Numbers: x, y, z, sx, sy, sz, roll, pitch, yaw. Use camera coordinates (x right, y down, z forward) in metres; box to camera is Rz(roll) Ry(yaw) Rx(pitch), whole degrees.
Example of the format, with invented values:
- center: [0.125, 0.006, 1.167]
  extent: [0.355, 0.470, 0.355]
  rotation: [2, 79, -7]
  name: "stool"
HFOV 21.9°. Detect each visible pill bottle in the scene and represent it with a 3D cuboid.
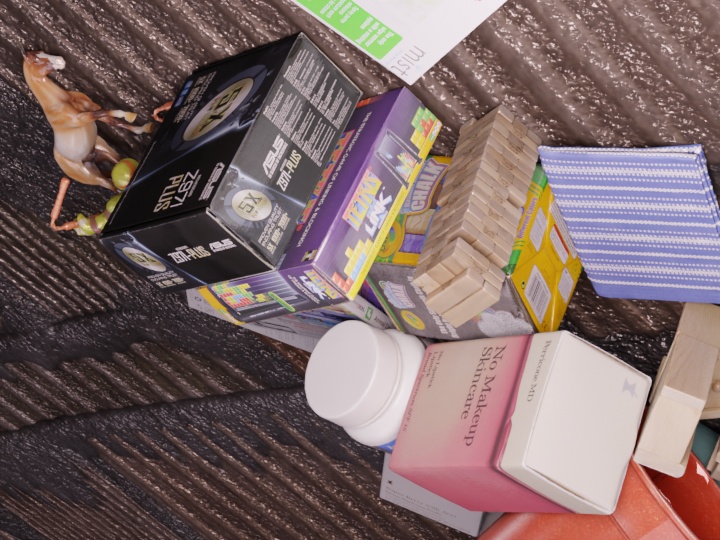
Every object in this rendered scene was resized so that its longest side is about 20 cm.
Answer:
- center: [0.049, 0.122, 1.765]
  extent: [0.114, 0.114, 0.200]
  rotation: [-7, 157, 45]
  name: "pill bottle"

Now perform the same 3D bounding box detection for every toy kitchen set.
- center: [0.343, 0.159, 1.628]
  extent: [0.199, 0.181, 0.164]
  rotation: [21, 119, 8]
  name: "toy kitchen set"

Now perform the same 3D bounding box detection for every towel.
- center: [0.245, -0.040, 1.595]
  extent: [0.144, 0.024, 0.200]
  rotation: [2, 142, 28]
  name: "towel"

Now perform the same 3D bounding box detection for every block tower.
- center: [0.098, -0.051, 1.529]
  extent: [0.054, 0.200, 0.058]
  rotation: [38, 134, -20]
  name: "block tower"

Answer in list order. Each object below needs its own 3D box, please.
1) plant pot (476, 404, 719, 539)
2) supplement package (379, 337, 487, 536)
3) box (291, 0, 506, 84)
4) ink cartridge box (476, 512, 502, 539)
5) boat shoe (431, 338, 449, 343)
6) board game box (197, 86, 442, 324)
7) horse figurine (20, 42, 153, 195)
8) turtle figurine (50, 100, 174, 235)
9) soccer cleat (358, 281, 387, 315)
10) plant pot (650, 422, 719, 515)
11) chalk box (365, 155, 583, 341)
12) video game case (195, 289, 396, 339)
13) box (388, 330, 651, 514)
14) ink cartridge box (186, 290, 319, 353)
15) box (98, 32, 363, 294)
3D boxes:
- center: [0.219, 0.249, 1.683]
  extent: [0.195, 0.201, 0.201]
  rotation: [-41, 117, 18]
  name: "plant pot"
- center: [0.099, 0.174, 1.976]
  extent: [0.121, 0.120, 0.200]
  rotation: [21, 151, 10]
  name: "supplement package"
- center: [0.030, -0.254, 1.347]
  extent: [0.176, 0.097, 0.200]
  rotation: [35, 149, -12]
  name: "box"
- center: [0.182, 0.354, 2.124]
  extent: [0.083, 0.200, 0.147]
  rotation: [9, 148, 27]
  name: "ink cartridge box"
- center: [0.089, 0.033, 1.807]
  extent: [0.072, 0.076, 0.200]
  rotation: [-6, 148, 39]
  name: "boat shoe"
- center: [-0.036, -0.055, 1.620]
  extent: [0.057, 0.200, 0.165]
  rotation: [42, 147, -25]
  name: "board game box"
- center: [-0.262, -0.129, 1.836]
  extent: [0.132, 0.050, 0.200]
  rotation: [16, 150, 16]
  name: "horse figurine"
- center: [-0.186, -0.078, 1.792]
  extent: [0.064, 0.200, 0.161]
  rotation: [56, -166, 31]
  name: "turtle figurine"
- center: [0.000, 0.000, 1.819]
  extent: [0.076, 0.067, 0.200]
  rotation: [-9, 143, 31]
  name: "soccer cleat"
- center: [0.299, 0.232, 1.847]
  extent: [0.161, 0.201, 0.200]
  rotation: [45, 148, -9]
  name: "plant pot"
- center: [0.083, -0.019, 1.666]
  extent: [0.199, 0.124, 0.125]
  rotation: [8, 149, 31]
  name: "chalk box"
- center: [-0.064, 0.034, 1.813]
  extent: [0.199, 0.022, 0.182]
  rotation: [10, 166, 29]
  name: "video game case"
- center: [0.136, 0.135, 1.625]
  extent: [0.109, 0.128, 0.200]
  rotation: [29, 159, -27]
  name: "box"
- center: [-0.091, 0.035, 1.985]
  extent: [0.199, 0.039, 0.100]
  rotation: [22, 151, 11]
  name: "ink cartridge box"
- center: [-0.113, -0.091, 1.620]
  extent: [0.163, 0.200, 0.086]
  rotation: [-10, 136, 48]
  name: "box"
